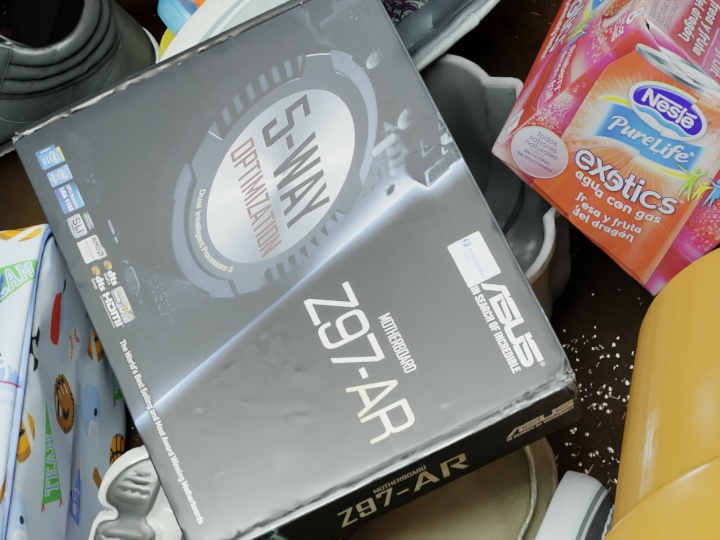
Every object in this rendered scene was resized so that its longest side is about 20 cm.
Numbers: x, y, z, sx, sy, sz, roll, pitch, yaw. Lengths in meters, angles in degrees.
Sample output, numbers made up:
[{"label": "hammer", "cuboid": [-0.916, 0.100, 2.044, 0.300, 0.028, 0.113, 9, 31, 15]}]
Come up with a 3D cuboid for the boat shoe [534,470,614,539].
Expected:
[{"label": "boat shoe", "cuboid": [0.080, 0.181, 0.980, 0.056, 0.069, 0.201, 13, 72, 10]}]

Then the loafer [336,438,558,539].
[{"label": "loafer", "cuboid": [0.016, 0.137, 1.008, 0.075, 0.068, 0.201, 26, 71, 21]}]

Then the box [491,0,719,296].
[{"label": "box", "cuboid": [0.142, -0.099, 1.030, 0.095, 0.100, 0.200, 40, 40, -10]}]

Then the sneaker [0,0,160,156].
[{"label": "sneaker", "cuboid": [-0.196, -0.088, 1.145, 0.199, 0.099, 0.071, -23, 63, 0]}]

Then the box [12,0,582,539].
[{"label": "box", "cuboid": [-0.027, 0.001, 0.958, 0.159, 0.044, 0.201, -25, 66, -2]}]

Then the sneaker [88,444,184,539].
[{"label": "sneaker", "cuboid": [-0.078, 0.165, 0.996, 0.080, 0.083, 0.202, 14, 91, 8]}]

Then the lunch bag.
[{"label": "lunch bag", "cuboid": [-0.151, 0.082, 1.015, 0.075, 0.161, 0.202, -3, 64, 9]}]

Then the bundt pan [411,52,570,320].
[{"label": "bundt pan", "cuboid": [0.000, 0.000, 1.058, 0.200, 0.076, 0.203, -10, 43, 10]}]

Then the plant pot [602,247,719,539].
[{"label": "plant pot", "cuboid": [0.176, 0.092, 0.945, 0.198, 0.201, 0.184, -8, 47, 6]}]

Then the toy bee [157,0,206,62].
[{"label": "toy bee", "cuboid": [-0.066, -0.156, 1.123, 0.131, 0.200, 0.109, -36, 41, 9]}]

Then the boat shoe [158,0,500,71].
[{"label": "boat shoe", "cuboid": [-0.007, -0.101, 1.055, 0.201, 0.070, 0.071, -40, 41, -24]}]
